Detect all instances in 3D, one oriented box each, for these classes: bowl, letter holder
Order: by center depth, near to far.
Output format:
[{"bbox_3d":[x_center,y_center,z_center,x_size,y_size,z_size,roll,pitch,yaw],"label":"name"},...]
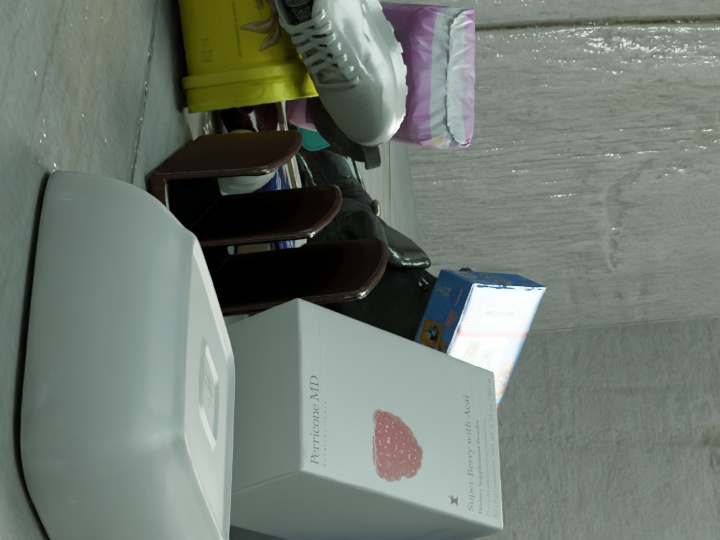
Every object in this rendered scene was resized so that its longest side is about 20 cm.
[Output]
[{"bbox_3d":[-0.113,0.068,0.980,0.200,0.075,0.200,80,8,-53],"label":"bowl"},{"bbox_3d":[-0.056,-0.039,1.311,0.200,0.142,0.101,-69,153,-78],"label":"letter holder"}]

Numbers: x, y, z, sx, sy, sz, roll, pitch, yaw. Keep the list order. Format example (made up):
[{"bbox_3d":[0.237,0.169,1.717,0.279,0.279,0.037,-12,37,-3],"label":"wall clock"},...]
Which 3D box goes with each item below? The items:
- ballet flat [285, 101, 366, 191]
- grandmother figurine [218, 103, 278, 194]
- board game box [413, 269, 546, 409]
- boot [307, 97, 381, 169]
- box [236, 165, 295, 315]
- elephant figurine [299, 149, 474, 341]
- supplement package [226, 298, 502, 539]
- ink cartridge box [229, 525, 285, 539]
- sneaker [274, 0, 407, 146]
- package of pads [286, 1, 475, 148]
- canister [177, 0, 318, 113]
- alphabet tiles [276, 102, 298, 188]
[{"bbox_3d":[-0.041,-0.120,1.778,0.074,0.074,0.200,-80,162,-70],"label":"ballet flat"},{"bbox_3d":[-0.090,-0.134,1.540,0.121,0.061,0.200,48,29,-32],"label":"grandmother figurine"},{"bbox_3d":[0.076,0.099,1.538,0.151,0.037,0.200,4,108,-62],"label":"board game box"},{"bbox_3d":[-0.039,-0.195,1.551,0.174,0.069,0.200,85,-19,-44],"label":"boot"},{"bbox_3d":[-0.082,-0.046,1.651,0.121,0.032,0.200,79,7,-48],"label":"box"},{"bbox_3d":[0.000,0.000,1.594,0.200,0.141,0.155,50,-15,-4],"label":"elephant figurine"},{"bbox_3d":[-0.013,0.114,1.262,0.200,0.120,0.121,22,58,-43],"label":"supplement package"},{"bbox_3d":[-0.056,0.159,1.435,0.200,0.084,0.146,64,22,-74],"label":"ink cartridge box"},{"bbox_3d":[-0.025,-0.176,1.347,0.081,0.076,0.200,-51,128,-54],"label":"sneaker"},{"bbox_3d":[0.018,-0.173,1.622,0.200,0.076,0.121,14,-77,53],"label":"package of pads"},{"bbox_3d":[-0.091,-0.224,1.399,0.149,0.086,0.200,-31,114,-77],"label":"canister"},{"bbox_3d":[-0.078,-0.165,1.763,0.200,0.008,0.167,-103,-178,-46],"label":"alphabet tiles"}]
